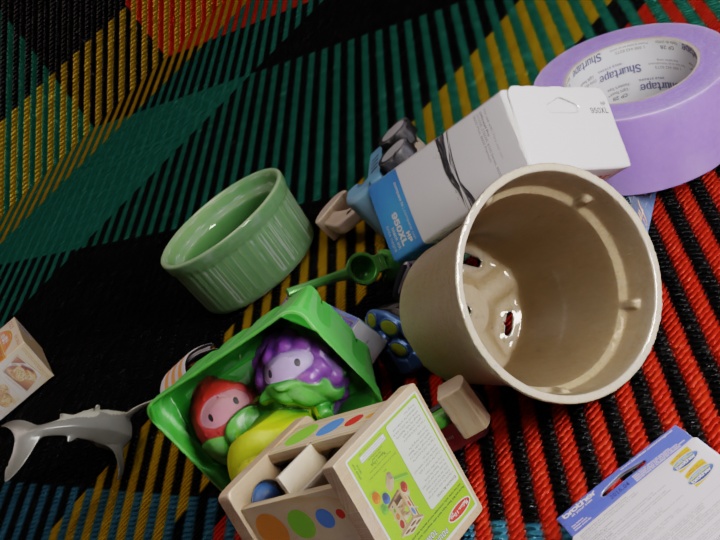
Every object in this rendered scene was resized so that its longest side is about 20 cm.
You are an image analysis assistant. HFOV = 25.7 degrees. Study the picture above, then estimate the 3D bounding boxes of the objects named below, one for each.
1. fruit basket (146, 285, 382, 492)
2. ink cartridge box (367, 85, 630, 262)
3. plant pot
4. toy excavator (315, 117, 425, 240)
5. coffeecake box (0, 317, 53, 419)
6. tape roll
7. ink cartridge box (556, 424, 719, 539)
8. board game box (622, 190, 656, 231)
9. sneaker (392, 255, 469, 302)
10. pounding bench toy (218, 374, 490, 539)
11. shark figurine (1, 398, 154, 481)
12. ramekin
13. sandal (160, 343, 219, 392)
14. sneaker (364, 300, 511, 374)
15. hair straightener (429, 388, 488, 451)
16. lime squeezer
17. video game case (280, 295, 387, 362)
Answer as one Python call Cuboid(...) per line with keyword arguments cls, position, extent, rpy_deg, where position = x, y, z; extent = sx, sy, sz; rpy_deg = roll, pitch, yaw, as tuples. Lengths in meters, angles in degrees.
Cuboid(cls="fruit basket", position=(-0.085, 0.140, 1.444), extent=(0.215, 0.156, 0.216), rpy_deg=(-38, 18, 15))
Cuboid(cls="ink cartridge box", position=(0.128, -0.088, 1.469), extent=(0.144, 0.085, 0.200), rpy_deg=(-7, -19, -42))
Cuboid(cls="plant pot", position=(0.131, 0.024, 1.383), extent=(0.201, 0.201, 0.183), rpy_deg=(-47, 10, -23))
Cuboid(cls="toy excavator", position=(0.018, -0.088, 1.934), extent=(0.200, 0.100, 0.195), rpy_deg=(-41, 17, 19))
Cuboid(cls="coffeecake box", position=(-0.565, 0.177, 2.361), extent=(0.200, 0.073, 0.153), rpy_deg=(-41, 21, -6))
Cuboid(cls="tape roll", position=(0.275, -0.162, 1.563), extent=(0.198, 0.085, 0.201), rpy_deg=(-14, 31, 9))
Cuboid(cls="ink cartridge box", position=(0.220, 0.184, 1.069), extent=(0.119, 0.042, 0.200), rpy_deg=(-39, 23, -2))
Cuboid(cls="board game box", position=(0.230, -0.059, 1.580), extent=(0.135, 0.035, 0.201), rpy_deg=(-25, 24, 32))
Cuboid(cls="sneaker", position=(0.110, -0.033, 1.682), extent=(0.201, 0.087, 0.074), rpy_deg=(-60, -8, 12))
Cuboid(cls="pounding bench toy", position=(0.005, 0.174, 1.321), extent=(0.155, 0.125, 0.200), rpy_deg=(-20, 15, 42))
Cuboid(cls="shark figurine", position=(-0.310, 0.203, 1.832), extent=(0.127, 0.090, 0.214), rpy_deg=(-21, -13, 24))
Cuboid(cls="ramekin", position=(-0.157, -0.034, 2.088), extent=(0.199, 0.098, 0.200), rpy_deg=(-33, 20, 14))
Cuboid(cls="sandal", position=(-0.176, 0.114, 1.857), extent=(0.206, 0.059, 0.079), rpy_deg=(-26, 23, 30))
Cuboid(cls="sneaker", position=(0.078, 0.054, 1.571), extent=(0.082, 0.071, 0.199), rpy_deg=(-25, 6, -39))
Cuboid(cls="hair straightener", position=(0.031, 0.165, 1.444), extent=(0.199, 0.041, 0.077), rpy_deg=(-36, 20, 19))
Cuboid(cls="lime squeezer", position=(0.000, 0.000, 1.706), extent=(0.070, 0.038, 0.199), rpy_deg=(-10, -1, 33))
Cuboid(cls="video game case", position=(-0.072, 0.119, 1.634), extent=(0.182, 0.045, 0.200), rpy_deg=(-57, 23, -5))
